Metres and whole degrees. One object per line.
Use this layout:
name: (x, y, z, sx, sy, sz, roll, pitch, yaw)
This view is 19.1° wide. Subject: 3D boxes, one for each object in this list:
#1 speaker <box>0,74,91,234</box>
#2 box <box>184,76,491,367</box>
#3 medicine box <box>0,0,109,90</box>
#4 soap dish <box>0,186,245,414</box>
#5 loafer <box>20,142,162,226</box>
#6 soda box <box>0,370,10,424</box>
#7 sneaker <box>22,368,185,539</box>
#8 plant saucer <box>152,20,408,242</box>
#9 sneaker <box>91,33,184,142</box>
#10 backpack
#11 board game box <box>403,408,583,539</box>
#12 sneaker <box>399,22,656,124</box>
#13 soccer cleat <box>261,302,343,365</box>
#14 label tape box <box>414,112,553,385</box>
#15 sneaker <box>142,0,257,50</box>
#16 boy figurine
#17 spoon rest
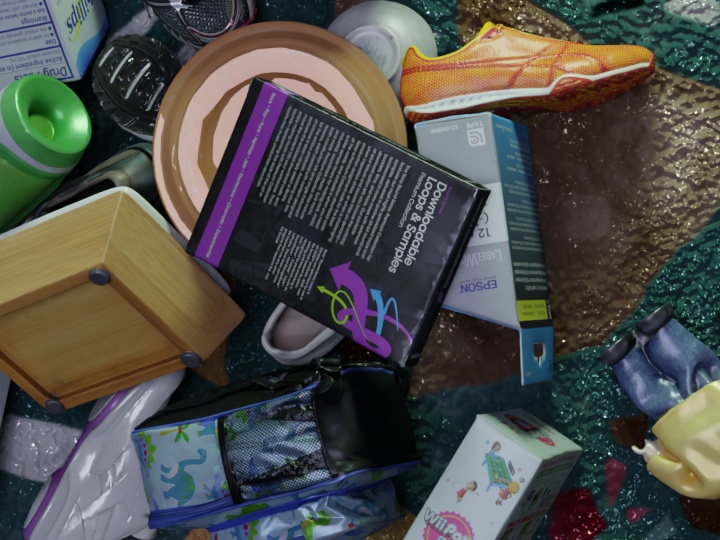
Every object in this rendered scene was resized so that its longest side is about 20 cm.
speaker: (-0.303, -0.076, 1.737, 0.200, 0.088, 0.089, -36, 80, 37)
box: (-0.018, -0.036, 1.575, 0.199, 0.036, 0.144, 28, 102, 22)
medicine box: (-0.324, -0.244, 1.722, 0.180, 0.103, 0.201, -9, 120, 15)
soap dish: (-0.216, 0.029, 1.689, 0.199, 0.157, 0.082, -20, 40, 31)
loafer: (-0.233, -0.038, 1.726, 0.200, 0.063, 0.072, -37, 85, 36)
soda box: (-0.339, 0.110, 1.776, 0.063, 0.068, 0.202, 16, 94, 45)
sneaker: (-0.190, 0.159, 1.754, 0.099, 0.075, 0.201, 33, 96, -10)
plant saucer: (-0.062, -0.092, 1.648, 0.198, 0.032, 0.202, 0, 87, 3)
sneaker: (-0.134, -0.119, 1.725, 0.199, 0.079, 0.074, 34, 86, 17)
backpack: (-0.068, 0.152, 1.651, 0.198, 0.183, 0.148, -13, 86, 19)
board game box: (0.081, 0.207, 1.627, 0.064, 0.147, 0.201, 33, 98, 16)
sneaker: (0.127, -0.159, 1.646, 0.198, 0.073, 0.078, -5, 78, 3)
soccer cleat: (0.000, 0.000, 1.685, 0.069, 0.078, 0.200, 45, 101, 11)
label tape box: (0.098, -0.012, 1.624, 0.065, 0.143, 0.202, -6, 88, 15)
sneaker: (-0.168, -0.253, 1.736, 0.200, 0.075, 0.081, 44, 101, 11)
boy figurine: (0.270, 0.118, 1.616, 0.124, 0.064, 0.200, -41, 80, 12)
spoon rest: (-0.004, -0.120, 1.706, 0.099, 0.061, 0.202, 19, 82, 14)
